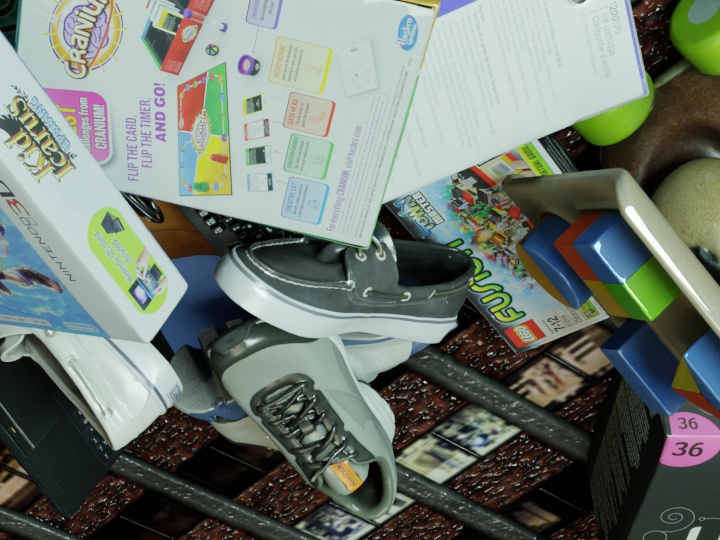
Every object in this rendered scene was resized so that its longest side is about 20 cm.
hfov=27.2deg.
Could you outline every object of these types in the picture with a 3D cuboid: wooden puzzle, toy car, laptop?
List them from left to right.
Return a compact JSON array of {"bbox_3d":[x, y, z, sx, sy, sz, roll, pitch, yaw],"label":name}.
[{"bbox_3d":[-0.146,0.063,1.019,0.103,0.200,0.178,18,148,34],"label":"laptop"},{"bbox_3d":[0.159,0.024,0.845,0.046,0.200,0.185,-42,101,-5],"label":"wooden puzzle"},{"bbox_3d":[0.222,-0.036,0.862,0.157,0.201,0.164,-32,130,28],"label":"toy car"}]

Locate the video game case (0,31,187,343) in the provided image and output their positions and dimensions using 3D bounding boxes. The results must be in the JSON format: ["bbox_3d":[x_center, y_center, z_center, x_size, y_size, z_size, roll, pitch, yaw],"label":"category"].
[{"bbox_3d":[-0.213,-0.043,0.772,0.199,0.046,0.182,4,139,38],"label":"video game case"}]

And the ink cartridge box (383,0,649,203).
[{"bbox_3d":[0.042,-0.144,0.799,0.199,0.043,0.199,-22,125,-3],"label":"ink cartridge box"}]

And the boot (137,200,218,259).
[{"bbox_3d":[-0.090,-0.073,0.897,0.199,0.069,0.189,-1,143,-9],"label":"boot"}]

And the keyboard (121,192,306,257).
[{"bbox_3d":[-0.104,-0.062,0.834,0.104,0.040,0.200,-22,132,18],"label":"keyboard"}]

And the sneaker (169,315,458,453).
[{"bbox_3d":[-0.027,0.066,1.042,0.199,0.081,0.115,-24,143,2],"label":"sneaker"}]

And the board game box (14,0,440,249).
[{"bbox_3d":[-0.073,-0.101,0.752,0.199,0.040,0.154,13,128,-5],"label":"board game box"}]

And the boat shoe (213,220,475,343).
[{"bbox_3d":[0.000,0.000,0.891,0.199,0.070,0.066,12,117,-45],"label":"boat shoe"}]

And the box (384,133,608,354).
[{"bbox_3d":[0.103,-0.028,0.986,0.110,0.035,0.200,-25,133,22],"label":"box"}]

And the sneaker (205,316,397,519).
[{"bbox_3d":[-0.027,0.092,0.948,0.074,0.080,0.200,-29,137,12],"label":"sneaker"}]

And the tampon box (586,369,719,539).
[{"bbox_3d":[0.264,0.135,1.103,0.149,0.127,0.201,1,137,-5],"label":"tampon box"}]

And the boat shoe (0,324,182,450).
[{"bbox_3d":[-0.201,0.028,0.913,0.200,0.066,0.072,45,158,-1],"label":"boat shoe"}]

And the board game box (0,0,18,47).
[{"bbox_3d":[-0.202,-0.130,0.864,0.134,0.028,0.200,-11,137,9],"label":"board game box"}]
